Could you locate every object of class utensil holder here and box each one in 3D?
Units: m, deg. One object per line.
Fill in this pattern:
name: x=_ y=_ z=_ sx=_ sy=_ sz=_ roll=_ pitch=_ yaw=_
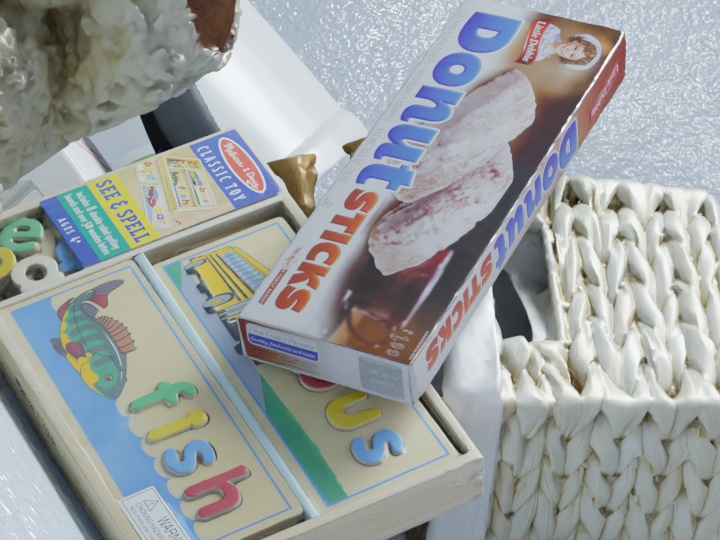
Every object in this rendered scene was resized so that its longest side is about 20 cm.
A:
utensil holder: x=-0.123 y=-0.095 z=1.550 sx=0.200 sy=0.170 sz=0.170 roll=48 pitch=2 yaw=-3

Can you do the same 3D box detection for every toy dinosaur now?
toy dinosaur: x=0.000 y=0.000 z=1.166 sx=0.200 sy=0.060 sz=0.107 roll=168 pitch=-91 yaw=-83

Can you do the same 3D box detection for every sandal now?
sandal: x=-0.070 y=-0.025 z=1.197 sx=0.200 sy=0.043 sz=0.076 roll=-122 pitch=-163 yaw=-49

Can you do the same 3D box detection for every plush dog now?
plush dog: x=-0.165 y=-0.101 z=0.954 sx=0.160 sy=0.200 sz=0.172 roll=-10 pitch=-66 yaw=53

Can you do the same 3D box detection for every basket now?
basket: x=0.079 y=0.068 z=1.151 sx=0.200 sy=0.123 sz=0.136 roll=98 pitch=-9 yaw=-47

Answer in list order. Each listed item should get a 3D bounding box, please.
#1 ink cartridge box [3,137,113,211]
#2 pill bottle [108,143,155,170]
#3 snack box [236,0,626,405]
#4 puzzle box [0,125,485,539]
ink cartridge box: x=-0.122 y=-0.003 z=1.202 sx=0.200 sy=0.067 sz=0.116 roll=54 pitch=2 yaw=16
pill bottle: x=-0.061 y=0.033 z=1.336 sx=0.111 sy=0.111 sz=0.200 roll=50 pitch=2 yaw=-42
snack box: x=0.031 y=-0.031 z=1.083 sx=0.072 sy=0.200 sz=0.024 roll=15 pitch=-43 yaw=23
puzzle box: x=-0.058 y=0.034 z=1.057 sx=0.200 sy=0.133 sz=0.025 roll=52 pitch=-26 yaw=37
